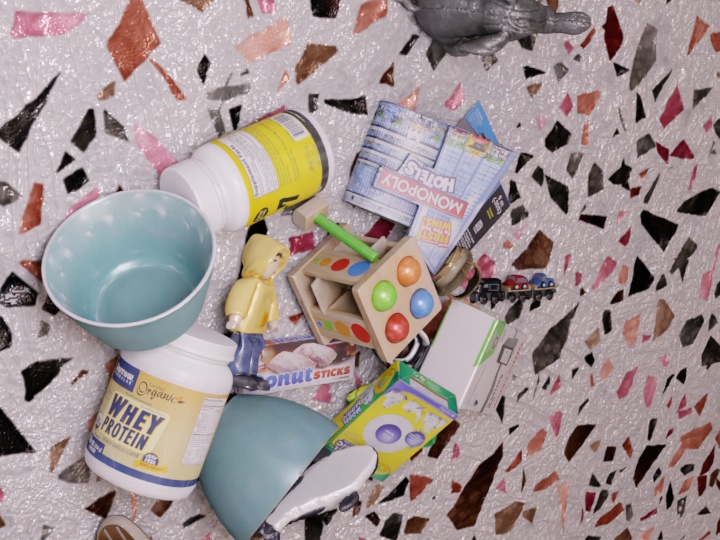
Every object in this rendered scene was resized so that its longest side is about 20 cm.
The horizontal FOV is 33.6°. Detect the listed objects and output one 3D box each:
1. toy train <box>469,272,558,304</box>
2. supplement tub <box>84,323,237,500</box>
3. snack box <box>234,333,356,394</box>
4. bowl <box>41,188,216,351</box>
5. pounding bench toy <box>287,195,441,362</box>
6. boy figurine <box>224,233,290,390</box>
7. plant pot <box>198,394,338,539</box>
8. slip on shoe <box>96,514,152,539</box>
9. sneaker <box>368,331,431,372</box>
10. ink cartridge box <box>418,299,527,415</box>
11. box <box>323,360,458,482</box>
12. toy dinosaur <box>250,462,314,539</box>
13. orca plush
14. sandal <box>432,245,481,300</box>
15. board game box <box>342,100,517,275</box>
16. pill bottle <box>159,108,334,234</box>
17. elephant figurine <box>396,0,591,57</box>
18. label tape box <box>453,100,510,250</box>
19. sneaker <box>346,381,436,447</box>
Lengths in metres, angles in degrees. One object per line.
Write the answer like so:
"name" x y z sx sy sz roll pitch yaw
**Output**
"toy train" 0.251 0.028 1.945 0.199 0.034 0.046 -2 95 -41
"supplement tub" -0.242 0.164 1.466 0.144 0.144 0.201 18 94 -45
"snack box" -0.088 0.128 1.676 0.199 0.024 0.072 -5 108 -41
"bowl" -0.257 0.013 1.382 0.201 0.200 0.105 -40 149 -24
"pounding bench toy" 0.000 0.000 1.603 0.124 0.155 0.201 -44 126 -31
"boy figurine" -0.135 0.055 1.562 0.124 0.064 0.202 24 76 -64
"plant pot" -0.142 0.242 1.578 0.200 0.135 0.200 -51 176 -5
"slip on shoe" -0.282 0.386 1.579 0.201 0.076 0.061 60 25 -30
"sneaker" 0.069 0.125 1.784 0.200 0.079 0.079 39 78 -45
"ink cartridge box" 0.173 0.137 1.831 0.146 0.084 0.200 -66 157 0
"box" 0.033 0.228 1.728 0.117 0.049 0.200 32 121 -23
"toy dinosaur" -0.097 0.306 1.726 0.088 0.047 0.201 17 91 -38
"orca plush" -0.054 0.328 1.694 0.200 0.105 0.071 -47 150 -24
"sandal" 0.142 0.009 1.685 0.081 0.054 0.200 -56 173 1
"board game box" 0.086 -0.106 1.650 0.199 0.062 0.201 20 91 -10
"pill bottle" -0.140 -0.116 1.471 0.199 0.114 0.115 -27 123 -32
"elephant figurine" 0.180 -0.351 1.611 0.155 0.199 0.142 -47 132 -18
"label tape box" 0.160 -0.131 1.776 0.200 0.063 0.145 -47 132 -18
"sneaker" 0.059 0.217 1.795 0.199 0.074 0.084 26 47 -45
